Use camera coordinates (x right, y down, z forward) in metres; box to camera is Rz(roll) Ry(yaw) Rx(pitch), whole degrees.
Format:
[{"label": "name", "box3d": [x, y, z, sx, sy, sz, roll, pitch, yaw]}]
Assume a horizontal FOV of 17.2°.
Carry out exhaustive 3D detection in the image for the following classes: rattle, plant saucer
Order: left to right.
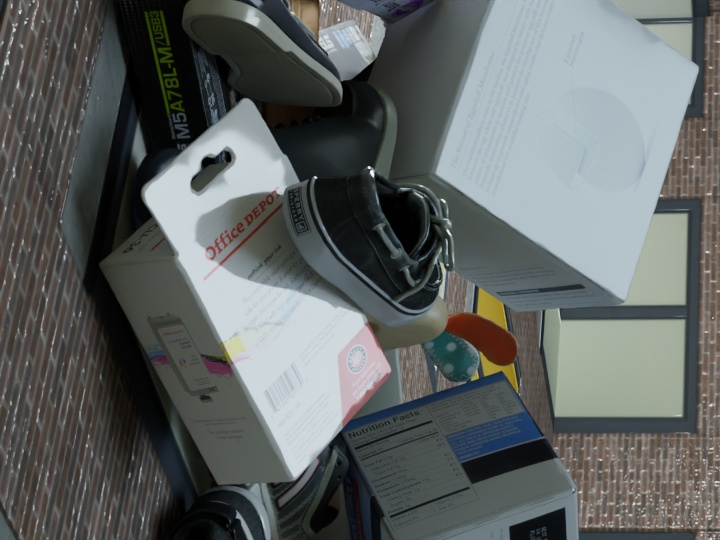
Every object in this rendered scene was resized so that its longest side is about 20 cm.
[{"label": "plant saucer", "box3d": [-0.051, -0.188, 1.685, 0.200, 0.037, 0.200, 180, -90, -87]}, {"label": "rattle", "box3d": [0.000, 0.000, 1.633, 0.130, 0.200, 0.143, 102, -19, -51]}]

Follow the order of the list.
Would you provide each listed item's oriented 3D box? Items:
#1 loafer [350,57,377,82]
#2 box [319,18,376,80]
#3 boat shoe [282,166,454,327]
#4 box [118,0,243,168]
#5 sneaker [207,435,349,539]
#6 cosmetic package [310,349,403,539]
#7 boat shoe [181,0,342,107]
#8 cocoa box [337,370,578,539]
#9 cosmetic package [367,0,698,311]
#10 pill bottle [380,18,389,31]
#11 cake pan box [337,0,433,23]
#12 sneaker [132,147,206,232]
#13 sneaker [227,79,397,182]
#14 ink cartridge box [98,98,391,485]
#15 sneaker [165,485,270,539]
[{"label": "loafer", "box3d": [-0.018, -0.099, 1.738, 0.201, 0.070, 0.068, -52, 143, -33]}, {"label": "box", "box3d": [0.001, -0.114, 1.884, 0.161, 0.049, 0.200, 57, 13, -2]}, {"label": "boat shoe", "box3d": [0.021, -0.020, 1.426, 0.199, 0.068, 0.074, 39, 35, -61]}, {"label": "box", "box3d": [-0.106, -0.190, 1.490, 0.193, 0.047, 0.200, -83, 168, -47]}, {"label": "sneaker", "box3d": [-0.054, 0.110, 1.589, 0.074, 0.087, 0.200, 39, -38, 45]}, {"label": "cosmetic package", "box3d": [-0.020, 0.110, 1.751, 0.103, 0.087, 0.200, -128, -150, -64]}, {"label": "boat shoe", "box3d": [-0.053, -0.149, 1.454, 0.200, 0.073, 0.063, 41, 54, -69]}, {"label": "cocoa box", "box3d": [0.070, 0.196, 1.661, 0.131, 0.133, 0.200, -120, -163, -46]}, {"label": "cosmetic package", "box3d": [0.111, -0.104, 1.711, 0.200, 0.123, 0.200, 33, 67, -33]}, {"label": "pill bottle", "box3d": [0.020, -0.271, 1.790, 0.200, 0.120, 0.120, 60, 20, -15]}, {"label": "cake pan box", "box3d": [-0.021, -0.268, 1.607, 0.200, 0.052, 0.184, 10, 59, -70]}, {"label": "sneaker", "box3d": [-0.108, 0.021, 1.471, 0.066, 0.078, 0.200, -31, 110, -35]}, {"label": "sneaker", "box3d": [-0.039, -0.082, 1.568, 0.075, 0.106, 0.200, -54, -161, 29]}, {"label": "ink cartridge box", "box3d": [-0.074, 0.012, 1.401, 0.116, 0.067, 0.200, -45, 119, -42]}, {"label": "sneaker", "box3d": [-0.091, 0.244, 1.507, 0.112, 0.073, 0.200, -23, 103, -75]}]
